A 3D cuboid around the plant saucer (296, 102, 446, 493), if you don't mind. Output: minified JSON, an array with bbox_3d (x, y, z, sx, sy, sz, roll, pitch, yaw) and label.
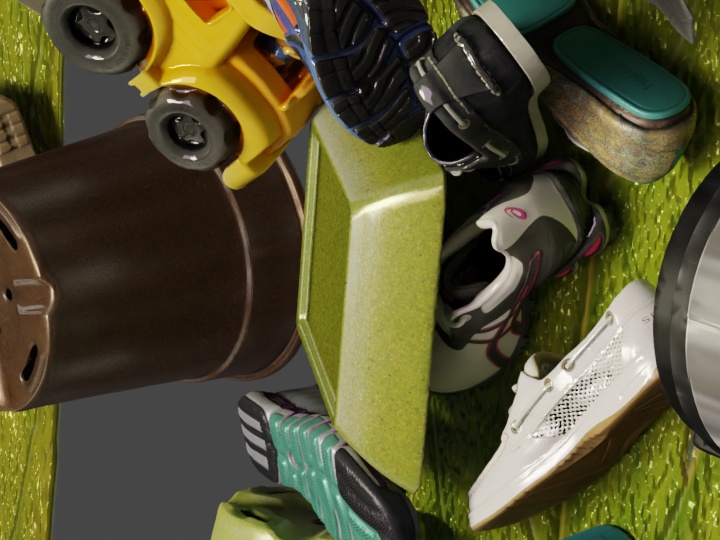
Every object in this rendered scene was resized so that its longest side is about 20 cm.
[{"bbox_3d":[0.000,0.000,1.470,0.200,0.048,0.201,-114,25,-63],"label":"plant saucer"}]

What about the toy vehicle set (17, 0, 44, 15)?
[{"bbox_3d":[-0.242,-0.231,1.656,0.026,0.200,0.124,-36,72,10],"label":"toy vehicle set"}]

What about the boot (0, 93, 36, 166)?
[{"bbox_3d":[-0.272,-0.038,1.861,0.166,0.072,0.201,-1,103,62],"label":"boot"}]

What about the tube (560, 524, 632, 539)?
[{"bbox_3d":[0.076,0.196,1.401,0.077,0.200,0.050,46,134,28],"label":"tube"}]

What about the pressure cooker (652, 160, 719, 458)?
[{"bbox_3d":[0.235,0.019,1.167,0.200,0.176,0.179,19,145,48],"label":"pressure cooker"}]

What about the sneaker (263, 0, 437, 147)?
[{"bbox_3d":[-0.021,-0.158,1.372,0.200,0.075,0.078,61,174,-20],"label":"sneaker"}]

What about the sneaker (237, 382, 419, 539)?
[{"bbox_3d":[0.001,0.108,1.519,0.200,0.087,0.075,35,139,56],"label":"sneaker"}]

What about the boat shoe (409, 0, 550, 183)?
[{"bbox_3d":[0.059,-0.085,1.352,0.072,0.068,0.200,47,175,11],"label":"boat shoe"}]

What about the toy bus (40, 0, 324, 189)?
[{"bbox_3d":[-0.067,-0.174,1.471,0.192,0.136,0.200,-28,113,41],"label":"toy bus"}]

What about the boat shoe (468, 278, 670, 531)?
[{"bbox_3d":[0.119,0.076,1.418,0.200,0.071,0.069,-47,65,37],"label":"boat shoe"}]

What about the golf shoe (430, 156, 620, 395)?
[{"bbox_3d":[0.063,0.008,1.445,0.077,0.088,0.200,55,139,19],"label":"golf shoe"}]

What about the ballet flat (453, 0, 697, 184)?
[{"bbox_3d":[0.106,-0.117,1.373,0.200,0.071,0.071,45,133,31],"label":"ballet flat"}]

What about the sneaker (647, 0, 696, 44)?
[{"bbox_3d":[0.125,-0.194,1.314,0.200,0.060,0.104,37,153,59],"label":"sneaker"}]

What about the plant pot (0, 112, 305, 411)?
[{"bbox_3d":[-0.166,-0.003,1.624,0.200,0.198,0.201,21,118,45],"label":"plant pot"}]

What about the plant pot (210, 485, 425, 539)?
[{"bbox_3d":[-0.034,0.239,1.575,0.200,0.200,0.185,15,102,47],"label":"plant pot"}]
